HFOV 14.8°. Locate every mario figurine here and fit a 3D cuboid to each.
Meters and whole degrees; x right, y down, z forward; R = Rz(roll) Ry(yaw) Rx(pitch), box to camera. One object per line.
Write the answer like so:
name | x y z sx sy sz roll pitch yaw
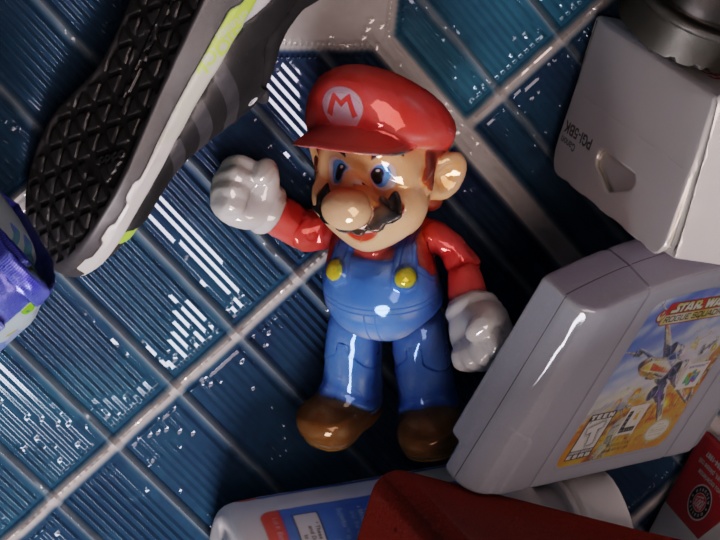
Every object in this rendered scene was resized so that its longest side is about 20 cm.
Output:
mario figurine | 0.000 0.000 1.314 0.123 0.106 0.200 -12 116 -15

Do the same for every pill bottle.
pill bottle | 0.033 0.155 1.384 0.200 0.112 0.112 -8 114 -15

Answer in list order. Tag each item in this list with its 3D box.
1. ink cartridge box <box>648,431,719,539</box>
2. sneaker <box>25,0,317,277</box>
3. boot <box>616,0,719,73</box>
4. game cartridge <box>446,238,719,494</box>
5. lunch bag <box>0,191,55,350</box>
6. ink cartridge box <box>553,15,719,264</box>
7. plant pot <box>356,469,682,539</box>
ink cartridge box | 0.192 0.209 1.444 0.084 0.144 0.200 21 104 -26
sneaker | -0.077 -0.075 1.272 0.083 0.072 0.200 14 118 -43
boot | 0.232 -0.161 1.268 0.211 0.079 0.158 2 129 -36
game cartridge | 0.136 0.041 1.354 0.200 0.042 0.133 -7 138 -49
lunch bag | -0.223 0.019 1.189 0.170 0.200 0.127 -40 119 1
ink cartridge box | 0.216 -0.053 1.344 0.200 0.147 0.083 8 107 -23
plant pot | 0.095 0.226 1.266 0.200 0.176 0.200 15 95 -19
